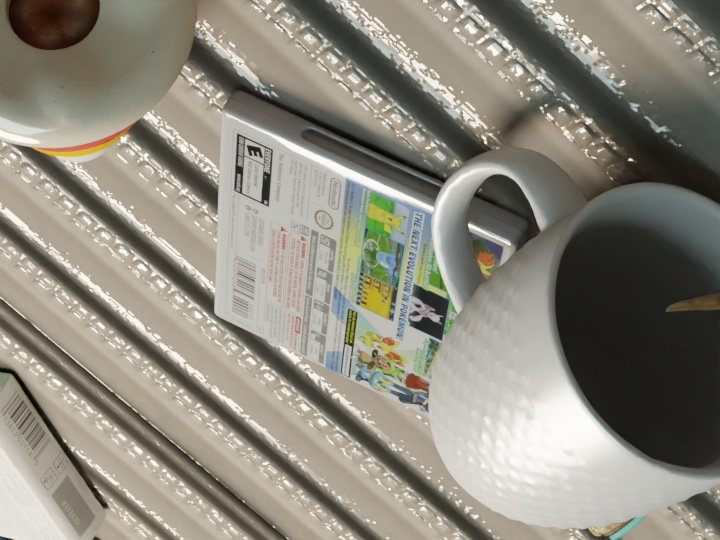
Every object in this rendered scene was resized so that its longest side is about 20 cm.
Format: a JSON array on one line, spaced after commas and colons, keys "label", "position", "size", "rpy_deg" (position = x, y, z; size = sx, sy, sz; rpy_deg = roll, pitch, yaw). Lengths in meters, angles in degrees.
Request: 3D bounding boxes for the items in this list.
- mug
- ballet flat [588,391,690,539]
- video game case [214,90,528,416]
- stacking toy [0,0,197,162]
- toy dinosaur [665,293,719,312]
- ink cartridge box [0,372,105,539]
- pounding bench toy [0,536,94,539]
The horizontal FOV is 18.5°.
[{"label": "mug", "position": [0.102, 0.032, 1.114], "size": [0.201, 0.147, 0.175], "rpy_deg": [62, 148, 6]}, {"label": "ballet flat", "position": [0.163, 0.090, 1.212], "size": [0.065, 0.070, 0.200], "rpy_deg": [47, 144, 4]}, {"label": "video game case", "position": [0.000, 0.000, 1.271], "size": [0.181, 0.022, 0.201], "rpy_deg": [25, 146, 12]}, {"label": "stacking toy", "position": [-0.157, -0.111, 1.199], "size": [0.145, 0.147, 0.200], "rpy_deg": [28, 166, 7]}, {"label": "toy dinosaur", "position": [0.252, -0.009, 1.011], "size": [0.106, 0.060, 0.200], "rpy_deg": [45, 124, -10]}, {"label": "ink cartridge box", "position": [-0.308, 0.136, 1.692], "size": [0.199, 0.050, 0.161], "rpy_deg": [9, 141, 38]}, {"label": "pounding bench toy", "position": [-0.294, 0.309, 1.755], "size": [0.124, 0.201, 0.157], "rpy_deg": [16, 144, 25]}]
